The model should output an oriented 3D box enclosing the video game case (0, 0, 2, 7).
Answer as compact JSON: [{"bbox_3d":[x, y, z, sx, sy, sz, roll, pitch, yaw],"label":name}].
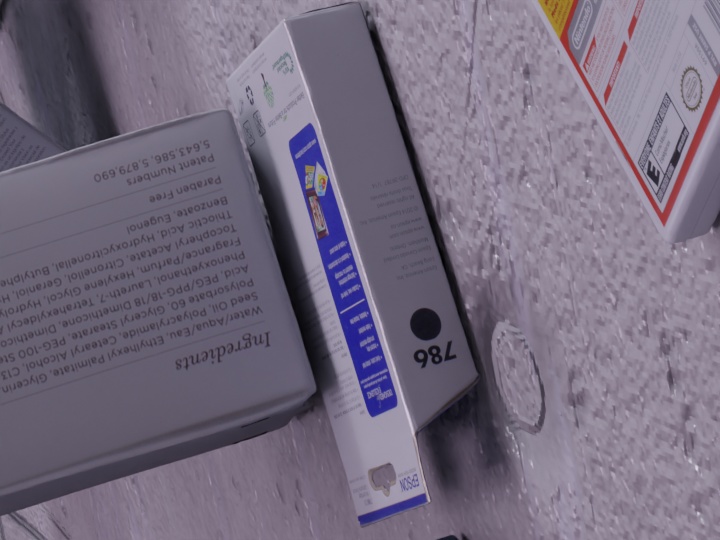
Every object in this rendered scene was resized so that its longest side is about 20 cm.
[{"bbox_3d":[-0.264,-0.191,1.717,0.200,0.018,0.144,125,127,-66],"label":"video game case"}]

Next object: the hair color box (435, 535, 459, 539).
[{"bbox_3d":[0.020,0.222,1.132,0.061,0.099,0.201,-147,45,-61],"label":"hair color box"}]

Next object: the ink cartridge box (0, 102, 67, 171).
[{"bbox_3d":[-0.238,-0.082,1.527,0.200,0.043,0.196,36,170,-17],"label":"ink cartridge box"}]

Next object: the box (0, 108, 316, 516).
[{"bbox_3d":[-0.134,0.030,1.207,0.199,0.199,0.131,124,129,-82],"label":"box"}]

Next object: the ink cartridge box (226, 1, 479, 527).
[{"bbox_3d":[0.000,0.000,1.111,0.099,0.039,0.201,151,105,-70],"label":"ink cartridge box"}]

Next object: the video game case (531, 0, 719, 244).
[{"bbox_3d":[0.074,-0.127,0.842,0.143,0.017,0.200,105,144,-56],"label":"video game case"}]
